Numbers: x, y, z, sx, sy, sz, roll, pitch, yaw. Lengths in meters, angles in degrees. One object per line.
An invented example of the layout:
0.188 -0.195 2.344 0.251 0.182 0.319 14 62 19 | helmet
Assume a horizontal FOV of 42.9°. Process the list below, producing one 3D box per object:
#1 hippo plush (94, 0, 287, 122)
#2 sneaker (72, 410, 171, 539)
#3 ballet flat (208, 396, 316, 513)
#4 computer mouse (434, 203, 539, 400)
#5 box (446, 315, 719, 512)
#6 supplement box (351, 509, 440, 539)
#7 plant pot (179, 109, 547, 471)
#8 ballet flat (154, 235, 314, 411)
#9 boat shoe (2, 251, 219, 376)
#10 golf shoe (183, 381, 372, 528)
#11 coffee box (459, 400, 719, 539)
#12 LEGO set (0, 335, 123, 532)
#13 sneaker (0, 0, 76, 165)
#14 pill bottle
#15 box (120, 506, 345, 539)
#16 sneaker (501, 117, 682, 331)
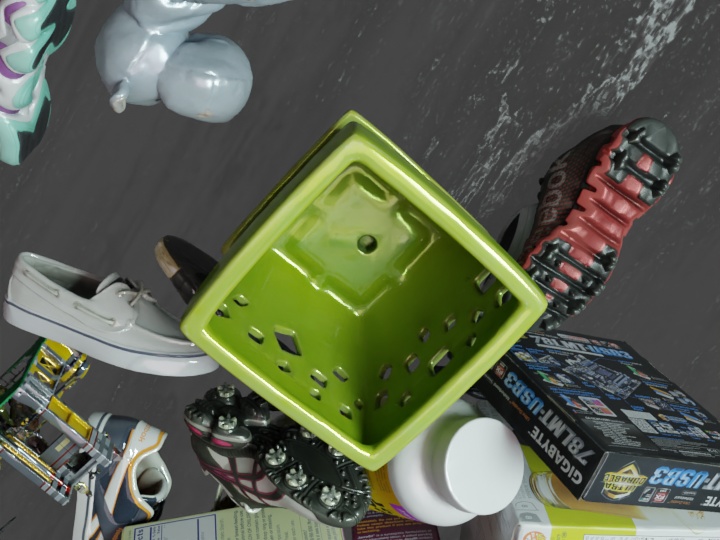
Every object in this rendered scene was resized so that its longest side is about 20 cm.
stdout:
-0.139 -0.186 0.662 0.199 0.159 0.161 17 110 -10 | hippo plush
-0.227 0.234 0.876 0.079 0.078 0.201 9 110 0 | sneaker
-0.094 0.189 0.871 0.062 0.067 0.200 30 108 -1 | ballet flat
0.134 0.035 0.825 0.109 0.044 0.201 17 111 -8 | computer mouse
0.200 0.113 0.746 0.199 0.199 0.050 12 110 -31 | box
0.040 0.315 0.853 0.085 0.200 0.111 -6 113 -1 | supplement box
0.000 0.000 0.732 0.200 0.182 0.199 40 105 -16 | plant pot
-0.117 0.053 0.813 0.057 0.067 0.200 -31 109 21 | ballet flat
-0.211 0.034 0.789 0.199 0.072 0.066 18 107 13 | boat shoe
-0.070 0.174 0.796 0.200 0.077 0.088 26 126 35 | golf shoe
0.206 0.253 0.834 0.197 0.200 0.201 2 112 -4 | coffee box
-0.289 0.159 0.802 0.200 0.154 0.116 -45 109 -1 | LEGO set
-0.298 -0.183 0.687 0.139 0.078 0.200 26 126 -6 | sneaker
0.050 0.160 0.782 0.104 0.200 0.105 4 82 -26 | pill bottle
-0.106 0.316 0.844 0.199 0.097 0.177 -8 119 -6 | box
0.177 -0.039 0.761 0.071 0.098 0.201 33 92 -21 | sneaker
